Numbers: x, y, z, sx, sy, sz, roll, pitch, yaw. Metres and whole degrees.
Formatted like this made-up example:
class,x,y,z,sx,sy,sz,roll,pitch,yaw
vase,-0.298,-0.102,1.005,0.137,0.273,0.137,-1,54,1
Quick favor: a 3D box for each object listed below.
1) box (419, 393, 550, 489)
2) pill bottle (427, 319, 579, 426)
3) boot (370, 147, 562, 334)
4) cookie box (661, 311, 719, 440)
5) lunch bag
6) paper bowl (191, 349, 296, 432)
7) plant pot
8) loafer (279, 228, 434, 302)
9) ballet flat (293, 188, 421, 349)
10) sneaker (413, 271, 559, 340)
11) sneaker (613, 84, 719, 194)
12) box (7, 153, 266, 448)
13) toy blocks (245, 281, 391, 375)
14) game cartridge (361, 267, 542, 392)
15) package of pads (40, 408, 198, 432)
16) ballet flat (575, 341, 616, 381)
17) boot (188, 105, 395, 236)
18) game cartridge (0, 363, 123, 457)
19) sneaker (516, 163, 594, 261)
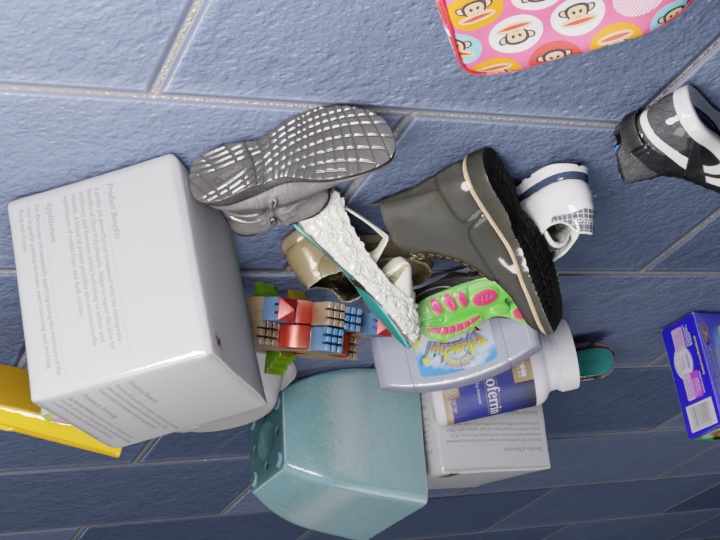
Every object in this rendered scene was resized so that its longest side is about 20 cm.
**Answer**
class,x,y,z,sx,sy,sz,roll,pitch,yaw
box,0.137,0.244,1.942,0.199,0.132,0.199,3,163,-31
pill bottle,0.186,0.132,1.769,0.198,0.117,0.116,-13,157,0
boot,0.112,-0.014,1.358,0.137,0.201,0.077,-19,-167,28
cookie box,0.550,0.156,1.934,0.199,0.173,0.075,5,155,-33
lunch bag,0.146,-0.231,0.971,0.198,0.083,0.176,-15,156,8
paper bowl,-0.176,0.127,1.597,0.199,0.105,0.201,-10,158,-4
plant pot,-0.044,0.248,1.839,0.199,0.198,0.196,11,149,-27
loafer,0.000,0.000,1.439,0.199,0.068,0.076,6,151,-36
ballet flat,0.013,-0.004,1.347,0.071,0.072,0.200,-26,120,29
sneaker,0.139,0.023,1.501,0.198,0.084,0.077,-8,114,-26
sneaker,0.321,-0.116,1.345,0.111,0.074,0.200,-22,147,29
box,-0.206,0.035,1.251,0.170,0.201,0.200,-16,158,7
toy blocks,-0.058,0.064,1.459,0.136,0.101,0.199,-3,169,45
game cartridge,0.108,0.070,1.570,0.198,0.134,0.040,-16,164,8
package of pads,-0.249,0.091,1.413,0.199,0.156,0.068,10,149,-42
ballet flat,0.264,0.135,1.894,0.198,0.070,0.071,-6,-177,-13
boot,-0.050,-0.089,1.235,0.198,0.070,0.132,-9,163,15
game cartridge,-0.351,0.149,1.462,0.198,0.033,0.176,13,-173,-6
sneaker,0.176,-0.040,1.420,0.076,0.081,0.200,-2,159,-29
